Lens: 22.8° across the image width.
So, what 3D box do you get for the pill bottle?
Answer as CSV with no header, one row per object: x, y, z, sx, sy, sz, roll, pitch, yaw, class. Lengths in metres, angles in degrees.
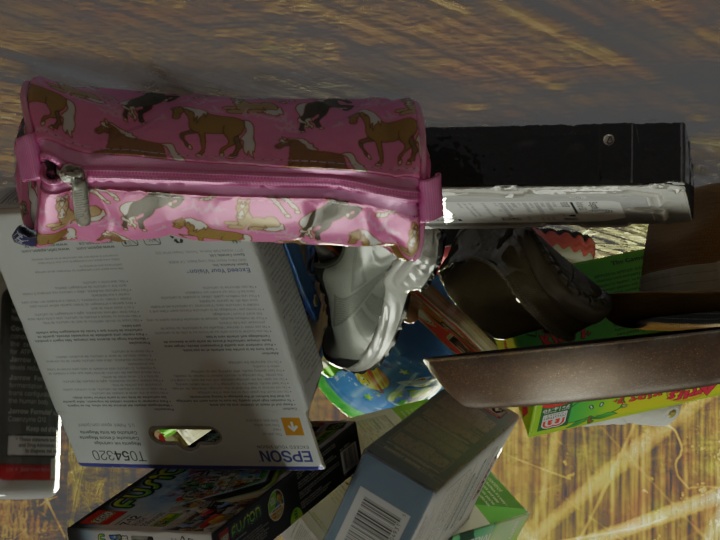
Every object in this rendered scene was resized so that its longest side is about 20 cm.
-0.261,0.055,1.227,0.113,0.202,0.114,1,174,0,pill bottle

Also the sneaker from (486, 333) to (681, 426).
0.169,0.060,1.412,0.115,0.074,0.200,9,-152,-38,sneaker

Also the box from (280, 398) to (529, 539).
0.018,0.177,1.421,0.199,0.037,0.144,-10,-135,-38,box

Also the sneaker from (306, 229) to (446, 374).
0.000,0.000,1.165,0.079,0.074,0.200,14,147,-6,sneaker

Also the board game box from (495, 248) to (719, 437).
0.196,0.040,1.218,0.198,0.102,0.048,-11,147,-9,board game box

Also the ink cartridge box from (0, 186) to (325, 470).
-0.126,0.035,1.145,0.195,0.201,0.043,-2,-149,26,ink cartridge box

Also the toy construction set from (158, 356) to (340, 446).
-0.092,0.077,1.387,0.092,0.200,0.131,39,-164,-25,toy construction set

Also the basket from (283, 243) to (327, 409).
-0.107,0.017,1.229,0.175,0.140,0.201,-2,139,22,basket

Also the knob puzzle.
0.064,0.052,1.354,0.219,0.030,0.220,42,175,5,knob puzzle

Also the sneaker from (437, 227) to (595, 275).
0.106,0.010,1.272,0.073,0.088,0.199,-6,170,41,sneaker

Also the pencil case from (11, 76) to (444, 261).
-0.063,-0.047,0.842,0.198,0.087,0.083,2,142,-10,pencil case

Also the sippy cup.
0.036,0.052,1.519,0.177,0.140,0.130,-35,178,-25,sippy cup

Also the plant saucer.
0.137,0.057,1.050,0.199,0.035,0.200,-5,178,0,plant saucer

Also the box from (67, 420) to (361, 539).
-0.090,0.148,1.173,0.109,0.035,0.200,-3,-166,27,box

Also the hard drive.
0.081,-0.049,0.982,0.198,0.038,0.140,-1,174,12,hard drive

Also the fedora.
0.241,-0.009,1.105,0.199,0.083,0.201,-1,172,0,fedora

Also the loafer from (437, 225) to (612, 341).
0.096,0.011,1.100,0.076,0.068,0.200,40,-176,-11,loafer

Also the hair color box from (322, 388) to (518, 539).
0.044,0.157,1.301,0.060,0.100,0.200,30,-160,14,hair color box
